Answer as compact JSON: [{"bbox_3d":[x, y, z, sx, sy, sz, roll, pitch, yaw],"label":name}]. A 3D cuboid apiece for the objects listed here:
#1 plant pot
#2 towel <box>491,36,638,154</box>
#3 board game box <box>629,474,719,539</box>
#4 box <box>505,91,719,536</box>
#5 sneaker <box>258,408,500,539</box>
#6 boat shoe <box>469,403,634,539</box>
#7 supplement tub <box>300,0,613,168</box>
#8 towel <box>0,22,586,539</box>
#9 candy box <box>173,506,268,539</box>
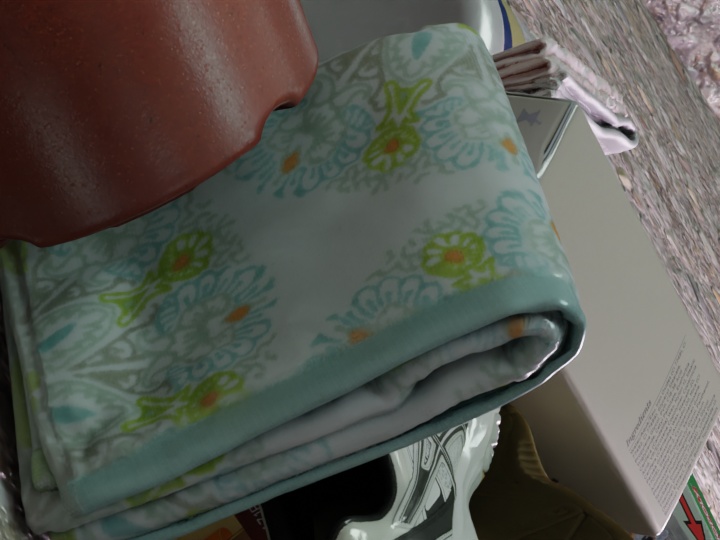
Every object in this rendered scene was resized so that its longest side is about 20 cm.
[{"bbox_3d":[-0.119,-0.125,1.008,0.201,0.200,0.196,-88,155,-65],"label":"plant pot"},{"bbox_3d":[0.020,-0.047,1.312,0.200,0.191,0.032,15,56,-74],"label":"towel"},{"bbox_3d":[0.082,0.098,1.371,0.200,0.134,0.029,65,14,19],"label":"board game box"},{"bbox_3d":[0.078,0.019,1.187,0.082,0.068,0.200,-60,140,-26],"label":"box"},{"bbox_3d":[0.002,0.059,1.050,0.088,0.076,0.200,50,19,-33],"label":"sneaker"},{"bbox_3d":[0.045,0.103,1.112,0.200,0.074,0.067,-131,-149,-60],"label":"boat shoe"},{"bbox_3d":[0.043,-0.071,1.548,0.200,0.144,0.145,43,22,-53],"label":"supplement tub"},{"bbox_3d":[-0.032,0.001,1.023,0.171,0.199,0.048,-107,173,-47],"label":"towel"},{"bbox_3d":[-0.050,0.051,1.152,0.116,0.055,0.200,57,15,-22],"label":"candy box"}]
